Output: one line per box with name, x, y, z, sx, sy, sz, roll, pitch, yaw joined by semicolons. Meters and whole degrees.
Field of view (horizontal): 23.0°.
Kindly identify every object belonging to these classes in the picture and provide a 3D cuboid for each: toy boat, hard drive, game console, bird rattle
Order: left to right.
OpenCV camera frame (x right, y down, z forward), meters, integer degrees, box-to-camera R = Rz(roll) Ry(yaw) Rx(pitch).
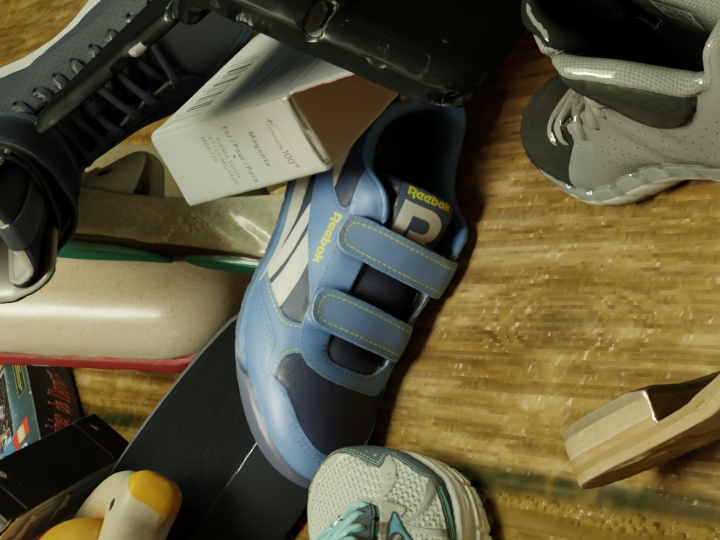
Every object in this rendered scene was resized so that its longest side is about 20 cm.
hard drive;-0.194;0.152;0.915;0.140;0.038;0.200;-53;-6;9
bird rattle;-0.134;0.173;0.823;0.164;0.112;0.200;-64;5;-26
toy boat;-0.138;0.008;1.006;0.198;0.131;0.132;2;60;15
hard drive;-0.089;0.123;0.896;0.201;0.042;0.135;-54;28;21
game console;-0.009;-0.115;0.730;0.200;0.175;0.117;-56;-14;-45

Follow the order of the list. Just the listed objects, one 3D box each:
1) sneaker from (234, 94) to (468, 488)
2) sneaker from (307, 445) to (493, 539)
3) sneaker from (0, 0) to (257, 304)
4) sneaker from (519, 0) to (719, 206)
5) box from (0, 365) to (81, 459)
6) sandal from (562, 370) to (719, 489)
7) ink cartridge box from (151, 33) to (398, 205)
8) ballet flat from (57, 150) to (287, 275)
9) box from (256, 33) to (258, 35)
sneaker;0.000;0.000;0.809;0.082;0.074;0.202;-13;59;48
sneaker;0.006;0.122;0.674;0.078;0.086;0.200;-55;28;16
sneaker;-0.127;-0.065;0.821;0.201;0.077;0.147;-31;27;10
sneaker;0.094;-0.078;0.656;0.199;0.115;0.076;4;70;62
box;-0.222;0.149;1.122;0.137;0.037;0.200;-56;27;15
sandal;0.144;0.047;0.538;0.212;0.077;0.070;-39;66;52
ink cartridge box;0.022;-0.114;0.810;0.173;0.044;0.200;-11;29;41
ballet flat;-0.091;-0.031;0.898;0.067;0.198;0.063;49;-132;-81
box;-0.077;-0.122;0.984;0.200;0.075;0.051;151;144;-83
